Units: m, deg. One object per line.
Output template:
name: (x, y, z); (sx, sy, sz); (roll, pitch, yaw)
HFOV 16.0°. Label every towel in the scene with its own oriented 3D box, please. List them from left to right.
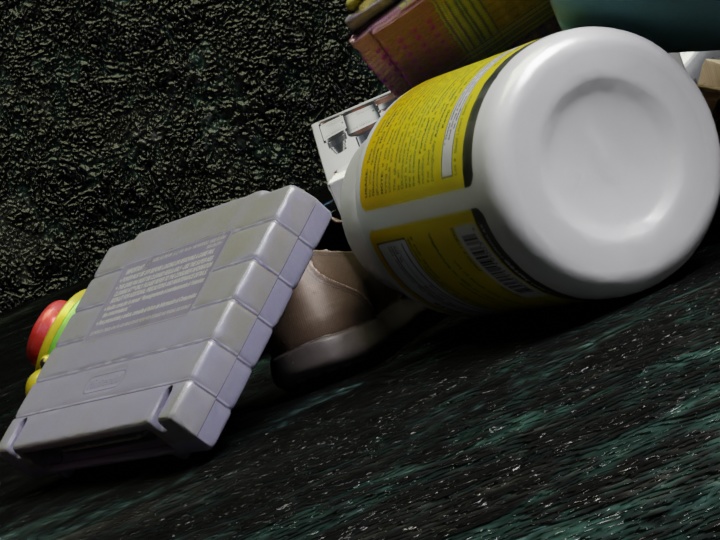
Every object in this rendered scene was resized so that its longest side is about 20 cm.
towel: (0.079, -0.120, 1.219); (0.143, 0.023, 0.200); (-35, -26, 6)

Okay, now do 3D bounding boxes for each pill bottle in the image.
pill bottle: (0.065, -0.038, 1.129); (0.112, 0.113, 0.200); (-24, 5, -22)

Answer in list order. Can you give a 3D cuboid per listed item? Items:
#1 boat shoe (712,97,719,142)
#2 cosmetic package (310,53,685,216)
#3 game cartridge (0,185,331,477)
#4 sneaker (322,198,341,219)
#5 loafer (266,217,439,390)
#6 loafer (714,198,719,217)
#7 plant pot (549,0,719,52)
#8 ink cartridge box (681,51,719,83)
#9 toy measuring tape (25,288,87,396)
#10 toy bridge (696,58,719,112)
boat shoe: (0.247, -0.089, 1.119); (0.199, 0.076, 0.072); (-23, 6, 13)
cosmetic package: (0.076, -0.084, 1.381); (0.199, 0.051, 0.083); (-23, 29, 3)
game cartridge: (-0.092, 0.031, 1.187); (0.200, 0.038, 0.130); (-15, 40, 59)
sneaker: (-0.012, -0.009, 1.483); (0.199, 0.066, 0.078); (-23, 1, -4)
loafer: (0.000, 0.000, 1.266); (0.073, 0.071, 0.200); (-20, 5, 17)
loafer: (0.120, -0.044, 1.255); (0.071, 0.063, 0.200); (-22, 4, -11)
plant pot: (0.179, -0.189, 1.086); (0.160, 0.202, 0.200); (5, 15, 23)
ink cartridge box: (0.129, -0.135, 1.496); (0.199, 0.047, 0.160); (17, 56, 41)
toy measuring tape: (-0.140, 0.036, 1.492); (0.073, 0.074, 0.200); (-20, 7, 25)
toy bridge: (0.202, -0.086, 1.303); (0.067, 0.027, 0.199); (25, 18, 39)
